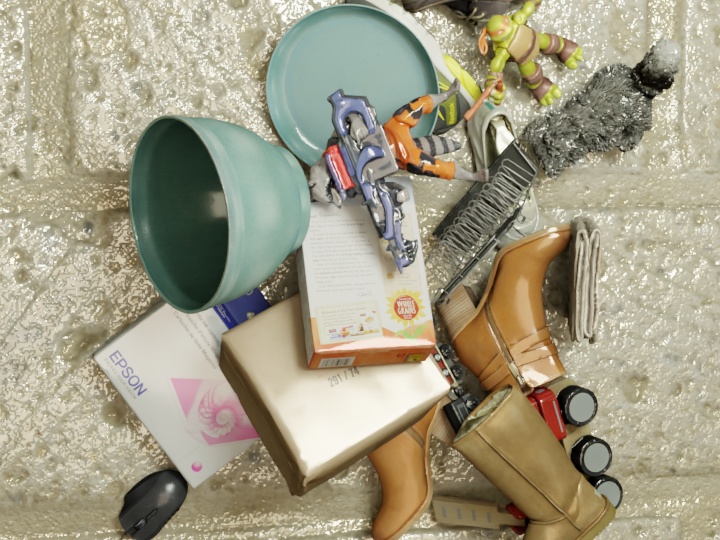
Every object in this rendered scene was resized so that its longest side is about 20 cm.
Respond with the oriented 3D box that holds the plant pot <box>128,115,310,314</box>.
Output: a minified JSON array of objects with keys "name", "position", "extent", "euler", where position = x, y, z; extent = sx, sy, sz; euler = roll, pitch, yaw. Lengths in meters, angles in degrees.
[{"name":"plant pot","position":[-0.136,-0.066,1.300],"extent":[0.133,0.199,0.203],"euler":[-11,101,-37]}]

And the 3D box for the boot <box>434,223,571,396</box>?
[{"name":"boot","position":[0.197,0.053,1.442],"extent":[0.200,0.073,0.156],"euler":[-40,71,25]}]

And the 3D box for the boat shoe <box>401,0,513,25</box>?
[{"name":"boat shoe","position":[0.141,-0.316,1.417],"extent":[0.198,0.074,0.074],"euler":[-20,109,-19]}]

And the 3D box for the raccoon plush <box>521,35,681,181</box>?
[{"name":"raccoon plush","position":[0.265,-0.192,1.422],"extent":[0.133,0.201,0.097],"euler":[-25,63,-23]}]

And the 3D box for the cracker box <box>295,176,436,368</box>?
[{"name":"cracker box","position":[0.000,0.000,1.349],"extent":[0.132,0.058,0.202],"euler":[-2,68,-12]}]

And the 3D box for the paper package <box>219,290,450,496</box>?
[{"name":"paper package","position":[-0.033,0.116,1.382],"extent":[0.199,0.104,0.192],"euler":[-28,78,-20]}]

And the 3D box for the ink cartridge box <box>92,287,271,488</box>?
[{"name":"ink cartridge box","position":[-0.172,0.115,1.437],"extent":[0.199,0.043,0.197],"euler":[-37,103,-4]}]

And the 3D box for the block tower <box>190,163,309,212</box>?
[{"name":"block tower","position":[-0.094,-0.087,1.419],"extent":[0.198,0.058,0.055],"euler":[7,96,-15]}]

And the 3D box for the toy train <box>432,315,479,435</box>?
[{"name":"toy train","position":[0.090,0.112,1.467],"extent":[0.045,0.034,0.202],"euler":[-24,83,-31]}]

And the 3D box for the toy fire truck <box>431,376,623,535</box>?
[{"name":"toy fire truck","position":[0.187,0.237,1.500],"extent":[0.198,0.128,0.178],"euler":[-21,101,-18]}]

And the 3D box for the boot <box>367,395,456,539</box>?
[{"name":"boot","position":[0.024,0.210,1.470],"extent":[0.154,0.077,0.201],"euler":[32,87,-15]}]

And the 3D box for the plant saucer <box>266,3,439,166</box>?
[{"name":"plant saucer","position":[-0.008,-0.202,1.401],"extent":[0.198,0.027,0.202],"euler":[4,114,8]}]

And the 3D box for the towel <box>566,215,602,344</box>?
[{"name":"towel","position":[0.259,0.009,1.435],"extent":[0.034,0.200,0.134],"euler":[3,98,7]}]

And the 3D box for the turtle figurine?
[{"name":"turtle figurine","position":[0.180,-0.247,1.416],"extent":[0.161,0.064,0.202],"euler":[24,88,-50]}]

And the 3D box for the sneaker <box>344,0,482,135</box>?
[{"name":"sneaker","position":[0.051,-0.234,1.419],"extent":[0.200,0.074,0.085],"euler":[40,89,-14]}]

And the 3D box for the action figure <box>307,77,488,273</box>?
[{"name":"action figure","position":[0.036,-0.100,1.335],"extent":[0.191,0.105,0.202],"euler":[-14,91,-10]}]

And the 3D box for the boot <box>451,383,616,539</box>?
[{"name":"boot","position":[0.173,0.257,1.426],"extent":[0.175,0.066,0.200],"euler":[-45,105,-4]}]

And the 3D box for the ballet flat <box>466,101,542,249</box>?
[{"name":"ballet flat","position":[0.174,-0.100,1.468],"extent":[0.069,0.069,0.202],"euler":[-19,101,-9]}]

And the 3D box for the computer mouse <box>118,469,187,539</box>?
[{"name":"computer mouse","position":[-0.275,0.312,1.445],"extent":[0.059,0.034,0.200],"euler":[41,88,-15]}]

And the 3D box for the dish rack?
[{"name":"dish rack","position":[0.129,-0.049,1.363],"extent":[0.054,0.200,0.154],"euler":[38,118,-3]}]
